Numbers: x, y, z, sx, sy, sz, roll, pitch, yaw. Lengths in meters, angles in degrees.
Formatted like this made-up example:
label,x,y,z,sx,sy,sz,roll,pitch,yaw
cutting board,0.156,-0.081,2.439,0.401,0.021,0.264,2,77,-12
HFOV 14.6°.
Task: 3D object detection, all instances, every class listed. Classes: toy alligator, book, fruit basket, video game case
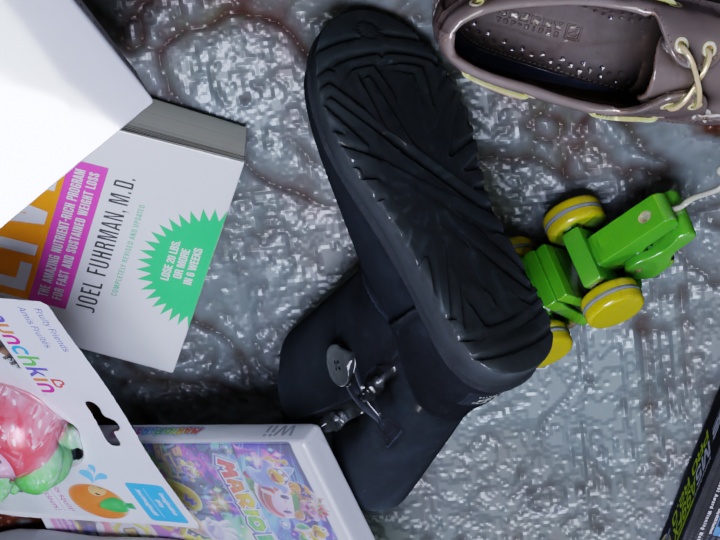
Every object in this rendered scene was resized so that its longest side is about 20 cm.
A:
label,x,y,z,sx,sy,sz,roll,pitch,yaw
toy alligator,0.124,-0.005,1.362,0.200,0.059,0.054,-32,154,19
book,-0.168,-0.034,1.364,0.199,0.048,0.134,15,122,-9
fruit basket,-0.199,0.074,1.355,0.199,0.094,0.186,7,145,29
video game case,-0.076,0.137,1.419,0.199,0.018,0.144,-3,124,37

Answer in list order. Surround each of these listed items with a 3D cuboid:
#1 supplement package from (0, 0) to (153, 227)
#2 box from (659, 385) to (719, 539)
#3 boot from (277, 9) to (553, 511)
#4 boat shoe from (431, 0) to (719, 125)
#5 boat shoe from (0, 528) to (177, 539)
label,x,y,z,sx,sy,sz,roll,pitch,yaw
supplement package,-0.214,-0.109,1.238,0.156,0.111,0.200,-39,104,1
box,0.239,0.146,1.448,0.159,0.044,0.201,15,120,-6
boot,0.000,0.000,1.345,0.076,0.201,0.168,-15,163,-35
boat shoe,0.131,-0.100,1.300,0.199,0.060,0.072,12,120,-5
boat shoe,-0.120,0.177,1.426,0.199,0.071,0.064,7,130,41
